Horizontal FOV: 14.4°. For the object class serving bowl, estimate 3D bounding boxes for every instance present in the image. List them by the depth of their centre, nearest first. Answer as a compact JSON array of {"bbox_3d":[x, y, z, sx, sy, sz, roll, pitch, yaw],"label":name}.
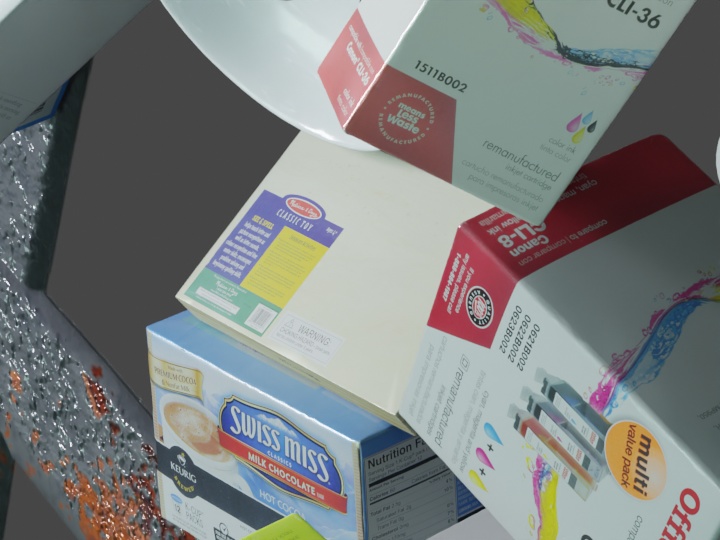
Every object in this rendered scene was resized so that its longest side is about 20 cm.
[{"bbox_3d":[-0.031,-0.159,1.550,0.200,0.066,0.200,34,156,18],"label":"serving bowl"}]

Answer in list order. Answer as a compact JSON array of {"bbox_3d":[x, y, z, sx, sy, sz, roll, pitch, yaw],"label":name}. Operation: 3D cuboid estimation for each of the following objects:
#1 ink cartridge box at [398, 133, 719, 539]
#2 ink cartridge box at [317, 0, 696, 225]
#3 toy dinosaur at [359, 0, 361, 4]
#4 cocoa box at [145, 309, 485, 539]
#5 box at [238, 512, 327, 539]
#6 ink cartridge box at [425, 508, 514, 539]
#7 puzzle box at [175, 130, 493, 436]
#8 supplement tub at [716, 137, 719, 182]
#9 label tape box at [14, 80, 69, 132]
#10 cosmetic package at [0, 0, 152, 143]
[{"bbox_3d":[0.145,0.066,1.395,0.200,0.144,0.146,46,141,27],"label":"ink cartridge box"},{"bbox_3d":[0.083,-0.135,1.313,0.200,0.116,0.068,-57,26,19],"label":"ink cartridge box"},{"bbox_3d":[0.049,-0.158,1.383,0.086,0.135,0.200,-116,20,-58],"label":"toy dinosaur"},{"bbox_3d":[-0.012,0.097,1.642,0.200,0.133,0.132,25,128,45],"label":"cocoa box"},{"bbox_3d":[-0.014,0.208,1.364,0.200,0.122,0.048,38,134,32],"label":"box"},{"bbox_3d":[0.102,0.195,1.484,0.084,0.200,0.145,9,117,48],"label":"ink cartridge box"},{"bbox_3d":[0.000,0.000,1.582,0.200,0.133,0.025,27,166,45],"label":"puzzle box"},{"bbox_3d":[0.232,-0.103,1.172,0.144,0.144,0.200,47,142,27],"label":"supplement tub"},{"bbox_3d":[-0.256,-0.208,1.867,0.200,0.066,0.143,56,145,20],"label":"label tape box"},{"bbox_3d":[-0.247,-0.202,1.723,0.200,0.123,0.200,-42,70,12],"label":"cosmetic package"}]
